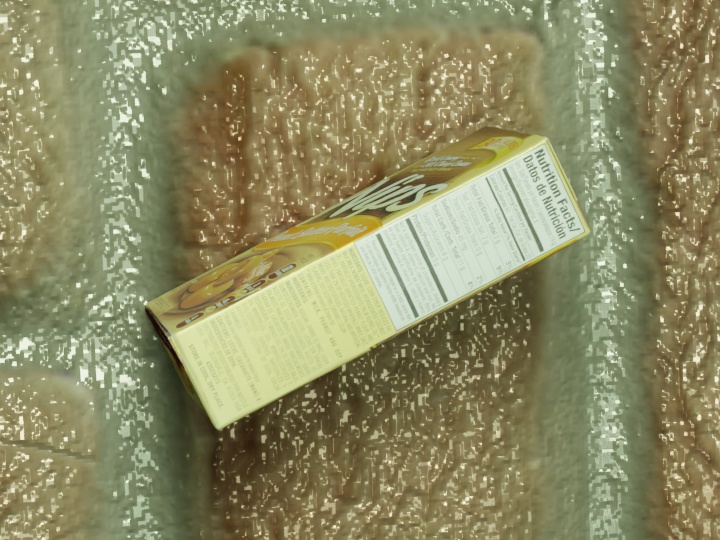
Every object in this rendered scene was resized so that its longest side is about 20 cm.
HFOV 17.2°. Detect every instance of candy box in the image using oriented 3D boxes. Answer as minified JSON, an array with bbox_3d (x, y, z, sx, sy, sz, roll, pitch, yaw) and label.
[{"bbox_3d":[0.000,0.000,1.146,0.199,0.115,0.055,-28,101,-7],"label":"candy box"}]
